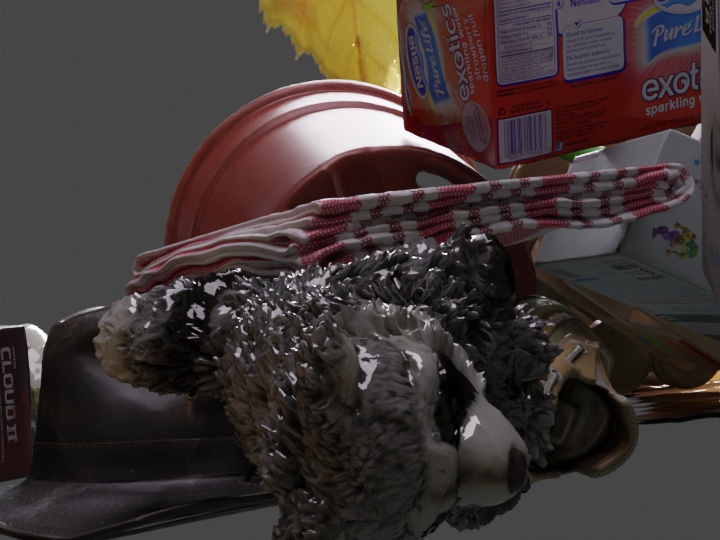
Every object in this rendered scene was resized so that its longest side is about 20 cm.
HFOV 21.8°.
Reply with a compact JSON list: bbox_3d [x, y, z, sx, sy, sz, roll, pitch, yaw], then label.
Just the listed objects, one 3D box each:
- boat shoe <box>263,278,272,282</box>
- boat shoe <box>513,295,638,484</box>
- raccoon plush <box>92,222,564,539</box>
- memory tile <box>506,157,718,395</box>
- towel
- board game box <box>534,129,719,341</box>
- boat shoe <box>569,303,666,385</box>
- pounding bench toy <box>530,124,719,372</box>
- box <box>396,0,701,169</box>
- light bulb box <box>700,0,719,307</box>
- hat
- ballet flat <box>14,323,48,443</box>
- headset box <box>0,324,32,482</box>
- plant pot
[{"bbox_3d":[-0.046,0.052,0.871,0.199,0.076,0.074,-6,-29,34],"label":"boat shoe"},{"bbox_3d":[0.071,0.056,0.721,0.076,0.072,0.200,20,11,21],"label":"boat shoe"},{"bbox_3d":[-0.032,0.049,0.570,0.199,0.098,0.134,-10,2,33],"label":"raccoon plush"},{"bbox_3d":[0.179,0.000,1.139,0.198,0.155,0.017,-2,9,-17],"label":"memory tile"},{"bbox_3d":[0.020,-0.012,0.769,0.199,0.030,0.146,-8,-3,-35],"label":"towel"},{"bbox_3d":[0.199,0.005,0.883,0.199,0.065,0.148,23,-4,-9],"label":"board game box"},{"bbox_3d":[0.157,0.019,1.195,0.199,0.074,0.075,13,26,-28],"label":"boat shoe"},{"bbox_3d":[0.166,-0.035,1.036,0.199,0.125,0.156,32,-4,-16],"label":"pounding bench toy"},{"bbox_3d":[0.124,-0.125,0.933,0.199,0.100,0.095,-14,22,-25],"label":"box"},{"bbox_3d":[0.195,-0.052,0.647,0.124,0.200,0.200,-4,21,2],"label":"light bulb box"},{"bbox_3d":[-0.071,0.051,0.725,0.199,0.082,0.201,-4,1,0],"label":"hat"},{"bbox_3d":[-0.198,0.065,1.000,0.199,0.072,0.069,-4,-1,33],"label":"ballet flat"},{"bbox_3d":[-0.251,0.066,0.829,0.148,0.076,0.200,-4,0,27],"label":"headset box"},{"bbox_3d":[0.000,0.000,1.008,0.199,0.202,0.195,-4,7,-10],"label":"plant pot"}]
